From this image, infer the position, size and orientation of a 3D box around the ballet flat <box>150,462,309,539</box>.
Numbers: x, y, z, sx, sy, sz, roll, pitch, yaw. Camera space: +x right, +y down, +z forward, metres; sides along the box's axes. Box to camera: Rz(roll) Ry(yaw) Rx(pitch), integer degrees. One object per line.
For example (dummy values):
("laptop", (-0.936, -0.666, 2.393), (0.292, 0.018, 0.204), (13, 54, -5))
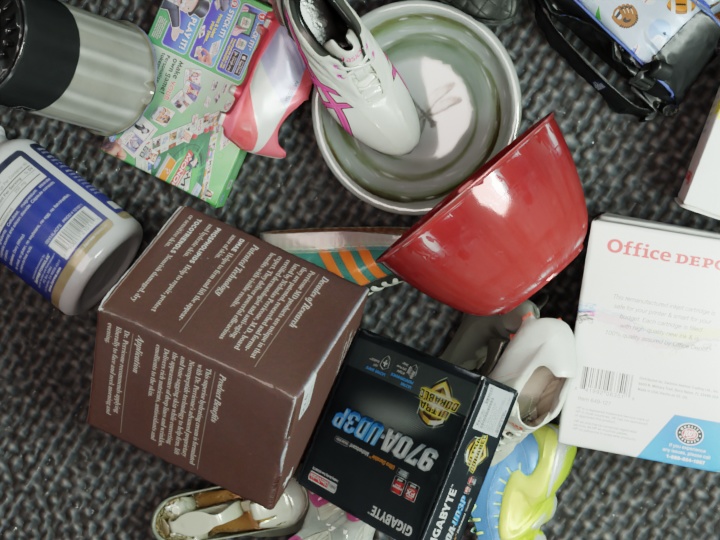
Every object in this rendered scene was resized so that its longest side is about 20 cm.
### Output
("ballet flat", (-0.112, 0.237, 1.505), (0.199, 0.064, 0.068), (-12, 92, 12))

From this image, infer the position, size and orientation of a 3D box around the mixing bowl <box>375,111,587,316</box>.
("mixing bowl", (0.121, -0.032, 1.319), (0.200, 0.200, 0.108), (-40, 91, 12))

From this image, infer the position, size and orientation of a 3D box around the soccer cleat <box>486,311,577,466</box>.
("soccer cleat", (0.133, 0.122, 1.347), (0.069, 0.078, 0.200), (8, 135, -18))

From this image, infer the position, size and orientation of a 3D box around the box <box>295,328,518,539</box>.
("box", (0.038, 0.150, 1.354), (0.046, 0.200, 0.159), (23, 88, -35))

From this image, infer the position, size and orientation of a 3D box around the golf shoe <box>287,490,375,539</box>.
("golf shoe", (-0.014, 0.238, 1.479), (0.075, 0.092, 0.200), (30, 89, 22))

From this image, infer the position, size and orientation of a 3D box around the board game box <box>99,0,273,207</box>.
("board game box", (-0.157, -0.180, 1.499), (0.134, 0.029, 0.200), (26, 99, 8))

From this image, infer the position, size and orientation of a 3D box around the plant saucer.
("plant saucer", (0.055, -0.153, 1.446), (0.199, 0.050, 0.201), (1, 95, 11))

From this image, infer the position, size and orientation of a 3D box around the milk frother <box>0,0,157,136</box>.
("milk frother", (-0.290, -0.251, 1.435), (0.180, 0.188, 0.200), (42, 106, 27))

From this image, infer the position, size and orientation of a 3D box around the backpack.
("backpack", (0.230, -0.243, 1.337), (0.190, 0.200, 0.154), (37, 92, 11))

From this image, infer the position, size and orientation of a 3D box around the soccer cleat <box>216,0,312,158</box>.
("soccer cleat", (-0.066, -0.203, 1.439), (0.076, 0.067, 0.200), (25, 97, -14))

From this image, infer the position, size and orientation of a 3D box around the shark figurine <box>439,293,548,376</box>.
("shark figurine", (0.093, 0.060, 1.440), (0.089, 0.128, 0.214), (44, 128, -4))

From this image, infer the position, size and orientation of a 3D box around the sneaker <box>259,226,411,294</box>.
("sneaker", (0.000, 0.000, 1.463), (0.199, 0.071, 0.080), (0, 97, 18))

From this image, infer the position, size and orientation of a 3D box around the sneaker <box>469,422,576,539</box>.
("sneaker", (0.129, 0.230, 1.457), (0.105, 0.076, 0.200), (22, 91, 21))

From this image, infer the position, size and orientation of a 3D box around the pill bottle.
("pill bottle", (-0.322, -0.058, 1.500), (0.200, 0.116, 0.116), (38, 101, 7))

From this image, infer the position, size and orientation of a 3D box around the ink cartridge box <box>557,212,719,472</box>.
("ink cartridge box", (0.267, 0.058, 1.369), (0.147, 0.145, 0.201), (10, 96, 10))

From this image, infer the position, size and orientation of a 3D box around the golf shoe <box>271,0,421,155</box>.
("golf shoe", (-0.012, -0.181, 1.369), (0.073, 0.092, 0.200), (-37, 105, 2))

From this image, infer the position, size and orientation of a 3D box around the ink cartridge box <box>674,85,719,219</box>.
("ink cartridge box", (0.351, -0.139, 1.337), (0.083, 0.145, 0.201), (21, 99, 8))

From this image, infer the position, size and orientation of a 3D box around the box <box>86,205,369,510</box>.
("box", (-0.125, 0.079, 1.415), (0.200, 0.164, 0.166), (24, 134, 9))

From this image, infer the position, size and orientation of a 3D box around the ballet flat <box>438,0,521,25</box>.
("ballet flat", (0.065, -0.281, 1.407), (0.200, 0.066, 0.057), (25, 138, 29))
